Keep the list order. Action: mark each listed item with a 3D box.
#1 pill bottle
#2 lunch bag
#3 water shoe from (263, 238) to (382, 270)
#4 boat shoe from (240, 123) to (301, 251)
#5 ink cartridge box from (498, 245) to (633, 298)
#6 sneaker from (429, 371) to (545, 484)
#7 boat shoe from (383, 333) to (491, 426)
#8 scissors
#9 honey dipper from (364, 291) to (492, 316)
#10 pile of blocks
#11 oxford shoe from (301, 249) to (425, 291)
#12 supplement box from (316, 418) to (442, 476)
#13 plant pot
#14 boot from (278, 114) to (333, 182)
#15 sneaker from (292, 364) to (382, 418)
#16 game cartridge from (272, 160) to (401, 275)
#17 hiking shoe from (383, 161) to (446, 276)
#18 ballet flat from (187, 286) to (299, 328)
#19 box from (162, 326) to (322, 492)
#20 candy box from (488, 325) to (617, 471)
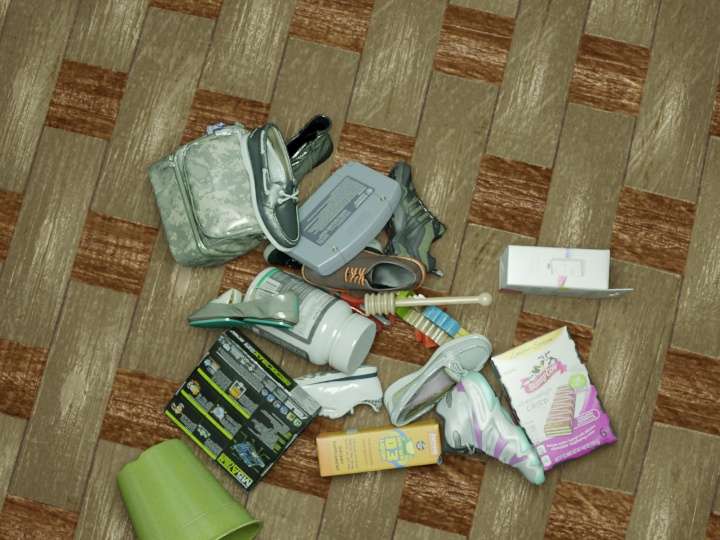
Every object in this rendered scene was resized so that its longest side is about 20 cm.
[{"bbox_3d":[-0.084,0.083,1.467,0.200,0.113,0.113,26,85,17],"label":"pill bottle"},{"bbox_3d":[-0.229,-0.121,1.477,0.168,0.139,0.200,-22,78,26],"label":"lunch bag"},{"bbox_3d":[-0.062,-0.015,1.508,0.200,0.072,0.079,-3,62,1],"label":"water shoe"},{"bbox_3d":[-0.130,-0.130,1.413,0.060,0.076,0.200,-23,85,36],"label":"boat shoe"},{"bbox_3d":[0.331,0.003,1.476,0.200,0.116,0.068,4,83,2],"label":"ink cartridge box"},{"bbox_3d":[0.185,0.274,1.424,0.140,0.078,0.200,-36,76,4],"label":"sneaker"},{"bbox_3d":[0.129,0.178,1.468,0.202,0.065,0.074,-33,120,7],"label":"boat shoe"},{"bbox_3d":[-0.034,0.039,1.501,0.200,0.073,0.014,35,53,-3],"label":"scissors"},{"bbox_3d":[0.107,0.048,1.439,0.200,0.038,0.038,-4,83,6],"label":"honey dipper"},{"bbox_3d":[0.100,0.082,1.493,0.200,0.082,0.062,36,85,6],"label":"pile of blocks"},{"bbox_3d":[0.000,0.000,1.441,0.200,0.073,0.071,0,94,11],"label":"oxford shoe"},{"bbox_3d":[0.031,0.287,1.479,0.200,0.069,0.067,-8,85,-1],"label":"supplement box"},{"bbox_3d":[-0.286,0.375,1.436,0.200,0.200,0.190,-36,70,-2],"label":"plant pot"},{"bbox_3d":[-0.125,-0.175,1.509,0.068,0.131,0.200,43,86,7],"label":"boot"},{"bbox_3d":[-0.064,0.207,1.492,0.200,0.076,0.081,-9,92,3],"label":"sneaker"},{"bbox_3d":[-0.032,-0.084,1.465,0.133,0.042,0.200,32,69,30],"label":"game cartridge"},{"bbox_3d":[0.090,-0.083,1.528,0.101,0.076,0.200,2,78,-20],"label":"hiking shoe"},{"bbox_3d":[-0.180,0.057,1.415,0.200,0.067,0.064,-2,77,28],"label":"ballet flat"},{"bbox_3d":[-0.193,0.224,1.469,0.200,0.048,0.193,41,114,7],"label":"box"},{"bbox_3d":[0.310,0.207,1.479,0.136,0.061,0.200,-24,82,0],"label":"candy box"}]
